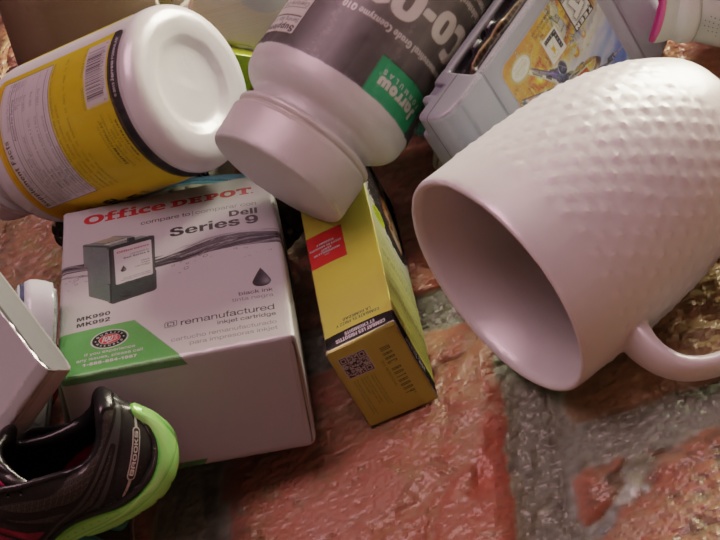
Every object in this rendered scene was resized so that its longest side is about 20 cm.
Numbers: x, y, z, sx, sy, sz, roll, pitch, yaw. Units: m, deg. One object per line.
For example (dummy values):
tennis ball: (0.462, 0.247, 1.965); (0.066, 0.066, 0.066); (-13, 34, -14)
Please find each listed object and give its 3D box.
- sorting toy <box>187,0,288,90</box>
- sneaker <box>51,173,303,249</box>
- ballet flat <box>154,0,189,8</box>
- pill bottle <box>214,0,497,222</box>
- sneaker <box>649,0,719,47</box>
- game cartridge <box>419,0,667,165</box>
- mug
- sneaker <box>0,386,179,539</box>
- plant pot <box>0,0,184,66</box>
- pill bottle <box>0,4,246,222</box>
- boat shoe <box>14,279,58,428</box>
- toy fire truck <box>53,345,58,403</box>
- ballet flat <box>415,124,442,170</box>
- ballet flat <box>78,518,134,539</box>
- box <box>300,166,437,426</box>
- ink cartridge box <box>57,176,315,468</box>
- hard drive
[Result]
sorting toy: (-0.058, -0.190, 1.432); (0.107, 0.181, 0.200); (21, 42, 33)
sneaker: (-0.121, -0.052, 1.443); (0.199, 0.079, 0.090); (-2, 43, 30)
ballet flat: (-0.131, -0.167, 1.499); (0.072, 0.072, 0.200); (23, 70, 45)
pill bottle: (0.001, -0.138, 1.296); (0.113, 0.113, 0.200); (21, 73, 44)
sneaker: (0.262, -0.199, 1.359); (0.088, 0.082, 0.200); (23, 48, 14)
game cartridge: (0.124, -0.124, 1.315); (0.041, 0.133, 0.200); (9, 56, 48)
mug: (0.159, -0.022, 1.197); (0.175, 0.148, 0.200); (-37, 69, -19)
sneaker: (-0.200, 0.133, 1.188); (0.200, 0.084, 0.077); (-37, 31, 4)
plant pot: (-0.198, -0.207, 1.580); (0.199, 0.174, 0.201); (-18, 41, 17)
pill bottle: (-0.179, -0.096, 1.376); (0.199, 0.112, 0.112); (-17, 38, 39)
boat shoe: (-0.222, 0.099, 1.256); (0.062, 0.201, 0.072); (8, 20, -10)
toy fire truck: (-0.291, 0.084, 1.393); (0.199, 0.113, 0.168); (9, 35, 37)
ballet flat: (0.042, -0.104, 1.388); (0.199, 0.071, 0.067); (15, 28, 1)
ballet flat: (-0.170, 0.174, 1.258); (0.062, 0.067, 0.200); (-42, 26, 32)
box: (0.000, 0.000, 1.311); (0.050, 0.075, 0.200); (-23, 40, 10)
ink cartridge box: (-0.112, 0.032, 1.296); (0.145, 0.084, 0.200); (-11, 32, -1)
hard drive: (-0.265, 0.086, 1.237); (0.132, 0.026, 0.200); (49, 115, 26)
